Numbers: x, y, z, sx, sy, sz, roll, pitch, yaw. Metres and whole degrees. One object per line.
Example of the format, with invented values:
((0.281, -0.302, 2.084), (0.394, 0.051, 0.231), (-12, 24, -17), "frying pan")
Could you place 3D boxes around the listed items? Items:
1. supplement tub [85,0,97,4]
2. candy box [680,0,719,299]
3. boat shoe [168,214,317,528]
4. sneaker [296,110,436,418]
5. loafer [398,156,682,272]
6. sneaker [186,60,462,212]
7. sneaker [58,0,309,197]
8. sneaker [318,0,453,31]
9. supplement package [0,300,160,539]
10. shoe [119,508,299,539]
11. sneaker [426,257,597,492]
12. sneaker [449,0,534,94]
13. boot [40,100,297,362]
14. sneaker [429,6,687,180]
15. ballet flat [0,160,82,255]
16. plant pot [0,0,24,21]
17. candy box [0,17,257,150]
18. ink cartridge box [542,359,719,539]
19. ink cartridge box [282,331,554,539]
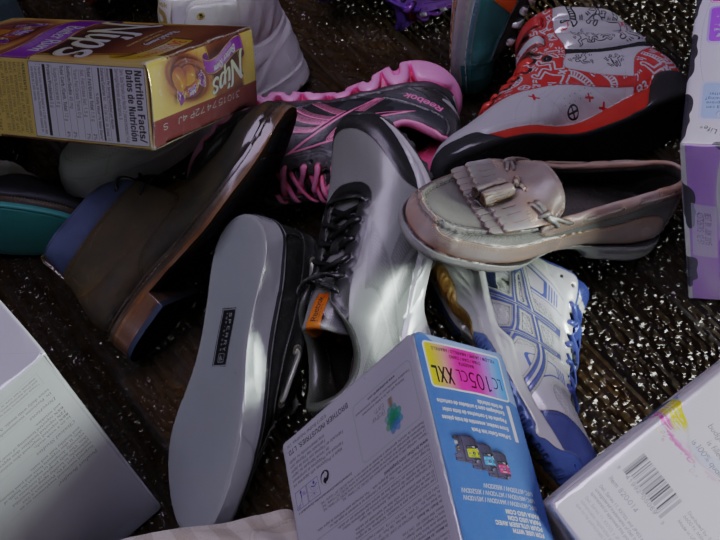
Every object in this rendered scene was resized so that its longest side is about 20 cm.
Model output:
((-0.144, -0.292, 1.137), (0.199, 0.123, 0.123), (-27, 56, -4), "supplement tub")
((0.239, -0.107, 0.903), (0.071, 0.168, 0.201), (3, 59, 16), "candy box")
((-0.065, 0.068, 0.922), (0.070, 0.063, 0.201), (5, 81, 48), "boat shoe")
((0.000, 0.000, 0.899), (0.074, 0.079, 0.202), (-11, 78, 49), "sneaker")
((0.114, -0.045, 0.895), (0.199, 0.063, 0.072), (-2, 51, -35), "loafer")
((-0.021, -0.074, 0.988), (0.199, 0.079, 0.096), (-19, 41, 3), "sneaker")
((-0.139, -0.142, 1.035), (0.199, 0.116, 0.074), (-33, 45, -15), "sneaker")
((0.058, -0.214, 1.084), (0.199, 0.081, 0.084), (7, 92, 11), "sneaker")
((-0.244, 0.101, 0.868), (0.152, 0.200, 0.151), (-40, 58, -13), "supplement package")
((-0.123, 0.185, 0.869), (0.199, 0.070, 0.054), (-11, 56, -3), "shoe")
((0.108, 0.039, 0.901), (0.088, 0.075, 0.201), (-21, 59, -7), "sneaker")
((0.108, -0.210, 1.004), (0.079, 0.201, 0.071), (10, 26, -2), "sneaker")
((-0.127, -0.046, 0.956), (0.097, 0.075, 0.200), (39, 103, 11), "boot")
((0.114, -0.112, 0.980), (0.200, 0.067, 0.108), (-19, 53, -20), "sneaker")
((-0.278, -0.046, 1.049), (0.199, 0.073, 0.073), (-7, 57, 11), "ballet flat")
((-0.357, -0.153, 1.025), (0.195, 0.197, 0.201), (-13, 39, 5), "plant pot")
((-0.179, -0.123, 0.943), (0.199, 0.057, 0.117), (8, 23, 27), "candy box")
((0.209, 0.115, 0.812), (0.200, 0.067, 0.117), (-36, 81, -10), "ink cartridge box")
((0.035, 0.157, 0.803), (0.136, 0.076, 0.201), (-43, 45, 39), "ink cartridge box")
